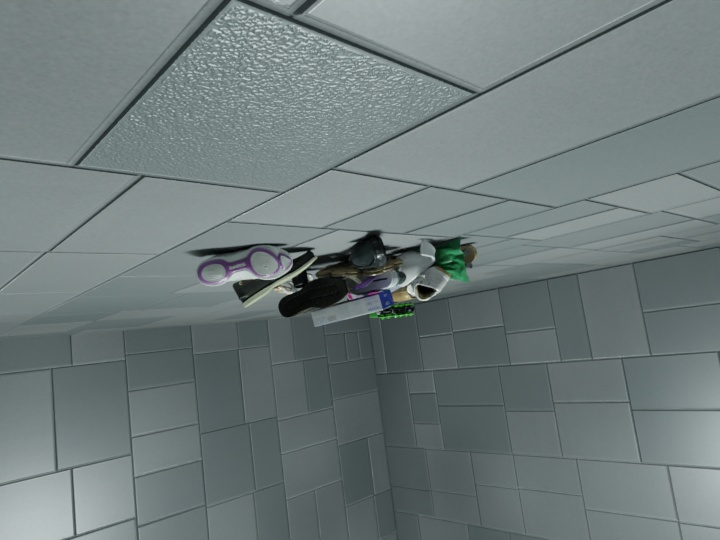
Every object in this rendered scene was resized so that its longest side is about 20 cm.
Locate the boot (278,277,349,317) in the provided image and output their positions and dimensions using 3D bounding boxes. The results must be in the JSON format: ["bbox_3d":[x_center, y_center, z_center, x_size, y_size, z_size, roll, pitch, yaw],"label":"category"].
[{"bbox_3d":[-0.100,0.063,1.400,0.200,0.078,0.138,-16,175,24],"label":"boot"}]

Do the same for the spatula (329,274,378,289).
[{"bbox_3d":[-0.023,0.019,1.343,0.056,0.021,0.200,-39,-154,-25],"label":"spatula"}]

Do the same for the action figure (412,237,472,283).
[{"bbox_3d":[0.197,-0.024,1.407,0.200,0.118,0.055,-3,-171,42],"label":"action figure"}]

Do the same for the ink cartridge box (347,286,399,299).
[{"bbox_3d":[0.068,0.033,1.524,0.200,0.042,0.119,-29,-162,-24],"label":"ink cartridge box"}]

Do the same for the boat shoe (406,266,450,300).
[{"bbox_3d":[0.164,0.045,1.398,0.071,0.069,0.200,29,160,-7],"label":"boat shoe"}]

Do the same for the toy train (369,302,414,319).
[{"bbox_3d":[0.093,0.117,1.564,0.056,0.042,0.200,-3,178,34],"label":"toy train"}]

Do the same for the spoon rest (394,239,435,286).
[{"bbox_3d":[0.138,-0.019,1.376,0.060,0.100,0.200,14,158,-17],"label":"spoon rest"}]

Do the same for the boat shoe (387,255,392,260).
[{"bbox_3d":[0.000,0.000,1.490,0.200,0.072,0.065,-10,131,18],"label":"boat shoe"}]

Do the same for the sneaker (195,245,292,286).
[{"bbox_3d":[-0.246,-0.018,1.136,0.200,0.075,0.100,-6,-168,-11],"label":"sneaker"}]

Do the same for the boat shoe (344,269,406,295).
[{"bbox_3d":[0.036,0.031,1.406,0.071,0.072,0.200,6,175,-43],"label":"boat shoe"}]

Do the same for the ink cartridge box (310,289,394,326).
[{"bbox_3d":[-0.021,0.099,1.397,0.200,0.044,0.094,-16,179,23],"label":"ink cartridge box"}]

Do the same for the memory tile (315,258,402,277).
[{"bbox_3d":[-0.003,-0.007,1.363,0.200,0.017,0.153,-3,-170,35],"label":"memory tile"}]

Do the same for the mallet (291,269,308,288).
[{"bbox_3d":[-0.189,-0.014,1.308,0.041,0.066,0.200,-20,154,17],"label":"mallet"}]

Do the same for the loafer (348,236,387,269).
[{"bbox_3d":[0.014,-0.033,1.205,0.070,0.068,0.201,-14,177,-9],"label":"loafer"}]

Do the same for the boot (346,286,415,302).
[{"bbox_3d":[0.081,0.076,1.603,0.200,0.066,0.175,-14,-176,24],"label":"boot"}]

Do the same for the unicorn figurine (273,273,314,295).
[{"bbox_3d":[-0.158,0.052,1.537,0.200,0.074,0.137,9,161,47],"label":"unicorn figurine"}]

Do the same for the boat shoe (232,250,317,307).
[{"bbox_3d":[-0.190,0.005,1.198,0.201,0.063,0.074,-32,177,-17],"label":"boat shoe"}]

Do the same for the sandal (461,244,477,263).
[{"bbox_3d":[0.247,-0.021,1.522,0.211,0.078,0.070,-25,-178,36],"label":"sandal"}]
